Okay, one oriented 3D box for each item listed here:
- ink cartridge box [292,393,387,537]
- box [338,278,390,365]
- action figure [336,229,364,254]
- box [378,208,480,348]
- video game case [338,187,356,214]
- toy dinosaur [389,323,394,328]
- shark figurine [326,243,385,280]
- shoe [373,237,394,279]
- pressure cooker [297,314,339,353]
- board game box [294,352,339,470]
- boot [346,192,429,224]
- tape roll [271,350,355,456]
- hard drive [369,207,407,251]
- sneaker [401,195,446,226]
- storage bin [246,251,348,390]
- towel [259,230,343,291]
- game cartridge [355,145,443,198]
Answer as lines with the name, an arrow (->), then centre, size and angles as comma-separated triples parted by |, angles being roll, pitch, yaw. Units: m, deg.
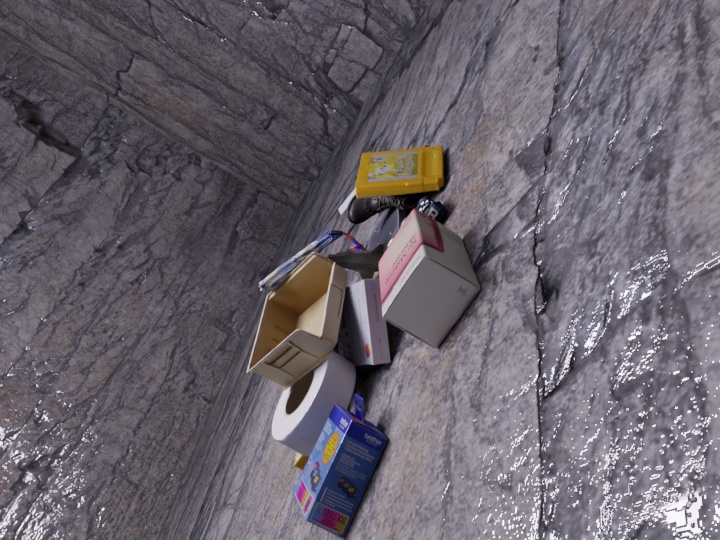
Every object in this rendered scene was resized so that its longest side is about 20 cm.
ink cartridge box -> -0.030, 0.311, 1.047 | 0.203, 0.075, 0.136 | -63, 13, -8
box -> -0.001, 0.109, 1.250 | 0.200, 0.040, 0.160 | 151, 114, -69
action figure -> -0.026, -0.053, 1.709 | 0.066, 0.098, 0.200 | -59, 11, 4
box -> 0.106, 0.007, 1.046 | 0.129, 0.107, 0.201 | -56, 14, 21
video game case -> 0.055, -0.218, 1.624 | 0.179, 0.023, 0.200 | -19, -14, -34
toy dinosaur -> 0.075, 0.048, 1.246 | 0.101, 0.058, 0.203 | -38, 32, 27
shark figurine -> -0.016, -0.001, 1.358 | 0.128, 0.208, 0.092 | 113, 151, -77
shoe -> 0.058, 0.029, 1.331 | 0.069, 0.053, 0.204 | 28, 94, 34
pressure cooker -> -0.103, 0.120, 1.479 | 0.203, 0.176, 0.175 | -62, 16, -5
board game box -> -0.074, 0.295, 1.319 | 0.154, 0.040, 0.202 | -55, 15, 30
boot -> 0.068, -0.167, 1.466 | 0.198, 0.070, 0.174 | -35, 20, -8
tape roll -> -0.093, 0.252, 1.227 | 0.203, 0.070, 0.204 | -49, 19, 23
hard drive -> 0.068, -0.084, 1.515 | 0.136, 0.042, 0.201 | -57, 14, 23
sneaker -> 0.118, -0.079, 1.245 | 0.113, 0.072, 0.202 | -54, 14, 36
storage bin -> -0.121, 0.100, 1.260 | 0.198, 0.093, 0.203 | -40, 28, 38
towel -> -0.126, -0.023, 1.372 | 0.198, 0.024, 0.147 | -36, -1, 8
game cartridge -> 0.092, -0.228, 1.433 | 0.178, 0.194, 0.033 | -81, -18, -53
